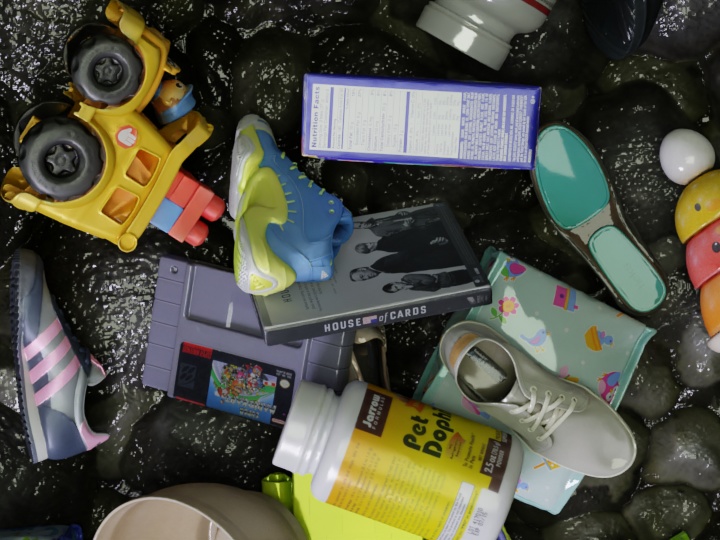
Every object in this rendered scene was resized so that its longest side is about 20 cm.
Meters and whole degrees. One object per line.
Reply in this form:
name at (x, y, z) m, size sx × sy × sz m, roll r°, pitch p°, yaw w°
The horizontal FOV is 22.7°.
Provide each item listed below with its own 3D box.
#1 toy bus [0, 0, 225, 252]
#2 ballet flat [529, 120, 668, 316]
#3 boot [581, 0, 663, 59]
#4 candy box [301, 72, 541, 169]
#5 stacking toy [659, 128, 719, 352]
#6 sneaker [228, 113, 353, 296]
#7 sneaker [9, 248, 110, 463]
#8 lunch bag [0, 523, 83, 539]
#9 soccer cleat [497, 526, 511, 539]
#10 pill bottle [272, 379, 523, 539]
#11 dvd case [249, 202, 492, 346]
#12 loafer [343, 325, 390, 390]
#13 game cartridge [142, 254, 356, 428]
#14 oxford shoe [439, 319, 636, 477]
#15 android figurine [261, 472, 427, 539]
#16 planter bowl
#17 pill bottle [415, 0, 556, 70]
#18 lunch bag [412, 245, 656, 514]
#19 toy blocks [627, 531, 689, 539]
toy bus at (-0.198, -0.115, 1.594) m, size 0.192 × 0.136 × 0.200 m, roll 29°, pitch 95°, yaw -17°
ballet flat at (0.208, -0.045, 1.623) m, size 0.068 × 0.068 × 0.200 m, roll -30°, pitch 97°, yaw 3°
boot at (0.279, -0.291, 1.571) m, size 0.162 × 0.198 × 0.073 m, roll -29°, pitch 55°, yaw -21°
candy box at (0.050, -0.130, 1.561) m, size 0.200 × 0.169 × 0.077 m, roll 4°, pitch 95°, yaw 1°
stacking toy at (0.329, -0.039, 1.611) m, size 0.146 × 0.146 × 0.200 m, roll -34°, pitch 80°, yaw 5°
sneaker at (-0.062, -0.056, 1.582) m, size 0.105 × 0.200 × 0.076 m, roll 2°, pitch 141°, yaw -8°
sneaker at (-0.279, 0.075, 1.655) m, size 0.082 × 0.070 × 0.200 m, roll -7°, pitch 102°, yaw -15°
lunch bag at (-0.340, 0.342, 1.658) m, size 0.170 × 0.127 × 0.200 m, roll -4°, pitch 89°, yaw 1°
soccer cleat at (0.121, 0.272, 1.647) m, size 0.065 × 0.084 × 0.200 m, roll -35°, pitch 117°, yaw -3°
pill bottle at (0.031, 0.162, 1.529) m, size 0.200 × 0.109 × 0.109 m, roll 20°, pitch 98°, yaw -2°
dvd case at (0.000, 0.000, 1.578) m, size 0.200 × 0.150 × 0.025 m, roll -11°, pitch 124°, yaw -8°
loafer at (0.003, 0.079, 1.624) m, size 0.063 × 0.072 × 0.200 m, roll -12°, pitch 82°, yaw 42°
game cartridge at (-0.102, 0.068, 1.621) m, size 0.200 × 0.038 × 0.130 m, roll 13°, pitch 95°, yaw 25°
oxford shoe at (0.151, 0.116, 1.536) m, size 0.200 × 0.058 × 0.075 m, roll 37°, pitch 98°, yaw -8°
android figurine at (-0.002, 0.232, 1.680) m, size 0.182 × 0.041 × 0.200 m, roll -3°, pitch 95°, yaw 0°
planter bowl at (-0.127, 0.276, 1.623) m, size 0.200 × 0.135 × 0.200 m, roll 10°, pitch 110°, yaw 30°
pill bottle at (0.133, -0.281, 1.566) m, size 0.112 × 0.112 × 0.200 m, roll 29°, pitch 98°, yaw -4°
lunch bag at (0.146, 0.103, 1.621) m, size 0.170 × 0.122 × 0.200 m, roll 26°, pitch 92°, yaw -4°
toy blocks at (0.250, 0.339, 1.631) m, size 0.200 × 0.137 × 0.100 m, roll -31°, pitch 118°, yaw -4°
